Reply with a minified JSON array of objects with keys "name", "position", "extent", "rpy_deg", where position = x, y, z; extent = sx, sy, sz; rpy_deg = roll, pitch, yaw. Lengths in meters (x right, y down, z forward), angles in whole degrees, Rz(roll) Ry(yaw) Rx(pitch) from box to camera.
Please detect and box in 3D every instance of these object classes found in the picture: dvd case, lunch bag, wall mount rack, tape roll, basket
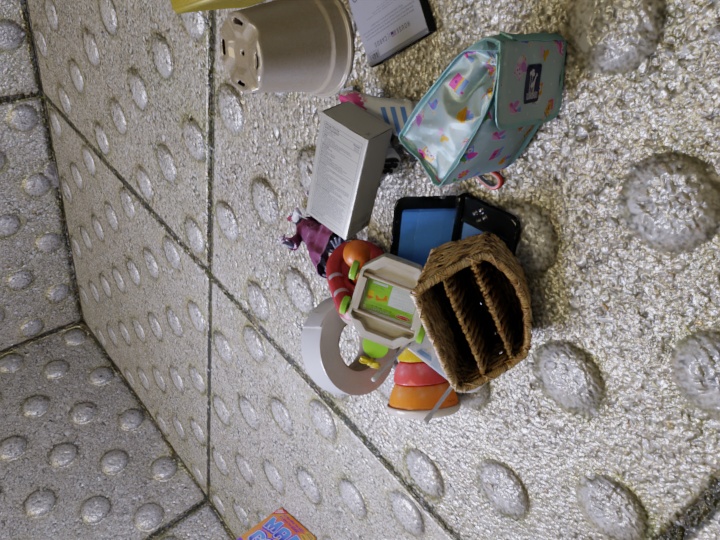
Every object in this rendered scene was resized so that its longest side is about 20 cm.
[{"name":"dvd case","position":[0.035,-0.453,0.958],"extent":[0.149,0.025,0.203],"rpy_deg":[-8,103,52]},{"name":"lunch bag","position":[0.174,-0.223,0.790],"extent":[0.123,0.169,0.201],"rpy_deg":[54,138,19]},{"name":"wall mount rack","position":[0.122,0.164,1.066],"extent":[0.199,0.175,0.075],"rpy_deg":[37,177,16]},{"name":"tape roll","position":[-0.022,0.149,1.214],"extent":[0.070,0.201,0.205],"rpy_deg":[-6,105,52]},{"name":"basket","position":[0.185,0.063,0.913],"extent":[0.141,0.149,0.202],"rpy_deg":[-15,111,27]}]

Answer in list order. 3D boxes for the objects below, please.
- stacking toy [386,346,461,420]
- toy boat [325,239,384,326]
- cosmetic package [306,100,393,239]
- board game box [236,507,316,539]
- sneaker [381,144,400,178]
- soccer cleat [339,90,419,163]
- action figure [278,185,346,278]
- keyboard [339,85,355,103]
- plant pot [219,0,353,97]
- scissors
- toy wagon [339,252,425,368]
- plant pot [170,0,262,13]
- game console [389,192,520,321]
[{"name":"stacking toy","position":[0.118,0.177,1.152],"extent":[0.145,0.145,0.203],"rpy_deg":[-6,86,52]},{"name":"toy boat","position":[0.000,0.000,1.123],"extent":[0.201,0.129,0.132],"rpy_deg":[-114,10,-54]},{"name":"cosmetic package","position":[-0.023,-0.166,1.005],"extent":[0.103,0.073,0.202],"rpy_deg":[36,135,21]},{"name":"board game box","position":[-0.269,0.963,1.971],"extent":[0.198,0.199,0.203],"rpy_deg":[18,123,44]},{"name":"sneaker","position":[0.002,-0.190,1.117],"extent":[0.200,0.074,0.082],"rpy_deg":[-37,66,51]},{"name":"soccer cleat","position":[0.053,-0.260,1.004],"extent":[0.199,0.087,0.070],"rpy_deg":[40,179,23]},{"name":"action figure","position":[-0.092,-0.080,1.291],"extent":[0.149,0.134,0.200],"rpy_deg":[40,-178,-45]},{"name":"keyboard","position":[-0.034,-0.236,1.110],"extent":[0.056,0.011,0.203],"rpy_deg":[13,98,59]},{"name":"plant pot","position":[-0.144,-0.401,1.076],"extent":[0.199,0.182,0.203],"rpy_deg":[28,130,39]},{"name":"scissors","position":[0.160,-0.210,0.946],"extent":[0.200,0.014,0.074],"rpy_deg":[47,140,22]},{"name":"toy wagon","position":[0.042,0.073,1.020],"extent":[0.153,0.040,0.202],"rpy_deg":[20,114,8]},{"name":"plant pot","position":[-0.229,-0.588,1.084],"extent":[0.175,0.199,0.203],"rpy_deg":[12,119,35]},{"name":"game console","position":[0.148,-0.013,0.985],"extent":[0.175,0.116,0.202],"rpy_deg":[33,133,37]}]
